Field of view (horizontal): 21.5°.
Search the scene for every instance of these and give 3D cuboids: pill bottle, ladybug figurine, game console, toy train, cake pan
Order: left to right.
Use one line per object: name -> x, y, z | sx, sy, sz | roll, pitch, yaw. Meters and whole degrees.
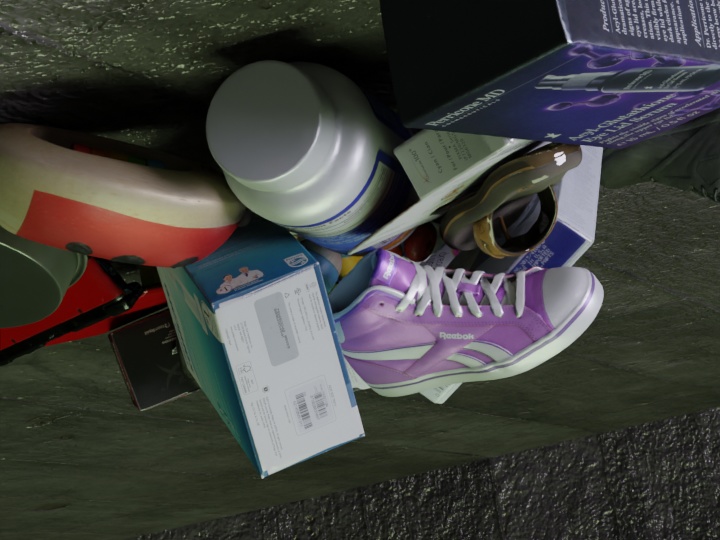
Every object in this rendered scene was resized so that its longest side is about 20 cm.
cake pan -> -0.309, -0.009, 1.437 | 0.200, 0.037, 0.200 | 5, 153, 3
game console -> -0.242, -0.001, 1.582 | 0.200, 0.172, 0.119 | -22, -157, 43
ladybug figurine -> -0.173, -0.049, 1.302 | 0.199, 0.072, 0.136 | 12, -170, -12
pill bottle -> -0.030, -0.080, 1.306 | 0.112, 0.112, 0.200 | -14, 165, 18
toy train -> 0.000, 0.000, 1.503 | 0.084, 0.116, 0.200 | 20, 155, 25

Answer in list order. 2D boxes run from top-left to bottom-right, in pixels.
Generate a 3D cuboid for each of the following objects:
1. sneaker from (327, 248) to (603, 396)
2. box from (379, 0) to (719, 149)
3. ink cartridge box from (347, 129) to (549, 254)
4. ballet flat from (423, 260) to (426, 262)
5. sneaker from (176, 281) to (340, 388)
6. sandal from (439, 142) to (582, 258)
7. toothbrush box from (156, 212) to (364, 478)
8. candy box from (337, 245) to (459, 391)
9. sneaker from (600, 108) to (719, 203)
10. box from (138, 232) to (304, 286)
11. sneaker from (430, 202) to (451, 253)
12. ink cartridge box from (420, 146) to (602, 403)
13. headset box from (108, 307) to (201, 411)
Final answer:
sneaker -> 0.066, 0.023, 1.352 | 0.200, 0.073, 0.114 | -20, 129, 22
box -> 0.134, -0.149, 1.142 | 0.200, 0.105, 0.148 | 1, 164, -39
ink cartridge box -> 0.095, -0.090, 1.314 | 0.200, 0.045, 0.176 | -24, 173, -46
ballet flat -> 0.006, -0.015, 1.693 | 0.200, 0.072, 0.072 | -8, 167, -5
sneaker -> -0.062, 0.059, 1.562 | 0.199, 0.067, 0.091 | -2, 121, -20
sandal -> 0.113, -0.042, 1.331 | 0.082, 0.055, 0.200 | -27, 174, -21
toothbrush box -> -0.083, 0.036, 1.390 | 0.085, 0.147, 0.200 | -21, -154, -14
candy box -> 0.069, 0.027, 1.729 | 0.199, 0.072, 0.168 | -14, -157, 18
sneaker -> 0.267, -0.090, 1.502 | 0.076, 0.091, 0.200 | -11, 173, -41
box -> -0.100, -0.028, 1.603 | 0.200, 0.050, 0.075 | -19, 165, 40
sneaker -> 0.085, -0.079, 1.523 | 0.090, 0.079, 0.200 | -27, 173, -18
ink cartridge box -> 0.117, -0.019, 1.491 | 0.041, 0.200, 0.200 | 34, 121, -10
headset box -> -0.141, 0.063, 1.669 | 0.148, 0.075, 0.200 | -21, -179, -8
